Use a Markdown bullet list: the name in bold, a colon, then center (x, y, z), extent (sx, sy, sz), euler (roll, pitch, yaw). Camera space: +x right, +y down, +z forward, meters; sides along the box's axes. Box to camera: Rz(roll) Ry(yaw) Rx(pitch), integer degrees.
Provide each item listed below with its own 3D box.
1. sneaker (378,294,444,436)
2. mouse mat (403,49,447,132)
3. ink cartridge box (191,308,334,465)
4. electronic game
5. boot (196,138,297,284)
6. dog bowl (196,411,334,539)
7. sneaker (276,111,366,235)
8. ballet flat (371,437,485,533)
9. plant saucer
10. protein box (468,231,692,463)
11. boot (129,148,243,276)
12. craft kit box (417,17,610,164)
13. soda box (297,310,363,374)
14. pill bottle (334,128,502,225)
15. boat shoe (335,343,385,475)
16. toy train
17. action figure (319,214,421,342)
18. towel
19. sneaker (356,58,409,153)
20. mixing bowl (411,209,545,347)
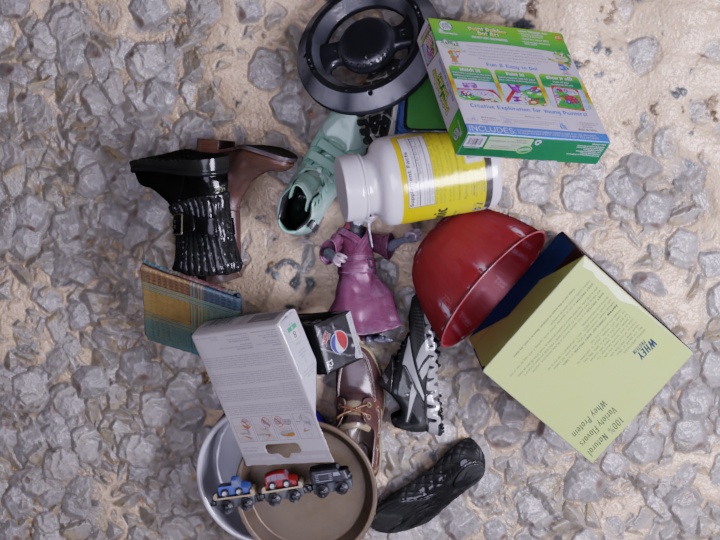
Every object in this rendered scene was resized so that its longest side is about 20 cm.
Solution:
- **sneaker**: center (0.068, 0.133, 1.589), extent (0.089, 0.067, 0.204), euler (-3, 101, 3)
- **mouse mat**: center (0.137, -0.244, 1.477), extent (0.158, 0.202, 0.008), euler (1, 137, 4)
- **ink cartridge box**: center (-0.118, 0.154, 1.492), extent (0.159, 0.050, 0.203), euler (-9, 112, 37)
- **electronic game**: center (0.010, -0.292, 1.496), extent (0.196, 0.042, 0.203), euler (-7, 65, 16)
- **boot**: center (-0.162, -0.070, 1.551), extent (0.185, 0.064, 0.204), euler (12, 99, 42)
- **dog bowl**: center (-0.128, 0.278, 1.622), extent (0.196, 0.079, 0.204), euler (1, 99, 5)
- **sneaker**: center (-0.048, -0.133, 1.531), extent (0.073, 0.118, 0.203), euler (27, 98, 1)
- **ballet flat**: center (0.096, 0.312, 1.632), extent (0.199, 0.057, 0.067), euler (-35, 122, 14)
- **plant saucer**: center (-0.073, 0.300, 1.567), extent (0.196, 0.029, 0.204), euler (1, 98, 5)
- **protein box**: center (0.286, 0.099, 1.517), extent (0.199, 0.135, 0.199), euler (39, 100, -12)
- **boot**: center (-0.237, -0.076, 1.530), extent (0.079, 0.210, 0.161), euler (-14, 106, -34)
- **craft kit box**: center (0.185, -0.221, 1.410), extent (0.197, 0.200, 0.049), euler (2, 144, -21)
- **soda box**: center (-0.083, 0.098, 1.536), extent (0.063, 0.199, 0.072), euler (-21, 99, -34)
- **pill bottle**: center (0.070, -0.119, 1.442), extent (0.196, 0.111, 0.113), euler (-9, 99, -9)
- **boat shoe**: center (-0.002, 0.205, 1.603), extent (0.071, 0.072, 0.204), euler (0, 99, 5)
- **toy train**: center (-0.108, 0.289, 1.537), extent (0.196, 0.034, 0.047), euler (-11, 95, 6)
- **action figure**: center (0.000, 0.000, 1.575), extent (0.132, 0.149, 0.204), euler (1, 80, -23)
- **towel**: center (-0.228, 0.061, 1.556), extent (0.144, 0.201, 0.022), euler (18, 59, 3)
- **sneaker**: center (0.050, -0.180, 1.538), extent (0.078, 0.088, 0.204), euler (11, 105, 48)
- **mixing bowl**: center (0.140, -0.009, 1.514), extent (0.108, 0.200, 0.201), euler (44, 100, 18)
